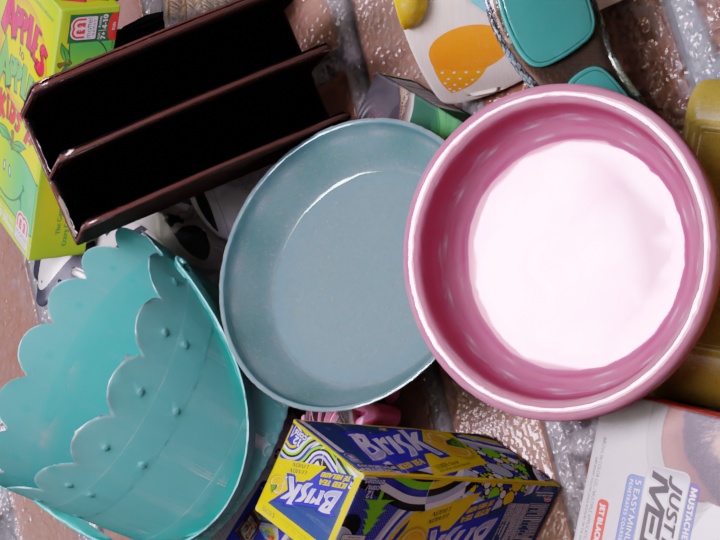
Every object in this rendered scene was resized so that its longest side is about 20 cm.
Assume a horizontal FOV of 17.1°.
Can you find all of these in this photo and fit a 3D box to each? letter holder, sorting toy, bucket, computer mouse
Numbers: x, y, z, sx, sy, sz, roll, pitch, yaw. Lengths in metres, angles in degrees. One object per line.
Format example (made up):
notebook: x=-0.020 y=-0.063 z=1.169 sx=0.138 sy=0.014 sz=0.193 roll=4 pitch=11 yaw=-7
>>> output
letter holder: x=-0.112 y=-0.108 z=1.589 sx=0.101 sy=0.199 sz=0.142 roll=66 pitch=167 yaw=1
sorting toy: x=0.110 y=-0.234 z=1.562 sx=0.179 sy=0.107 sz=0.202 roll=-12 pitch=75 yaw=19
bucket: x=-0.148 y=0.089 z=1.646 sx=0.207 sy=0.134 sz=0.208 roll=-44 pitch=29 yaw=33
computer mouse: x=-0.107 y=-0.113 z=1.720 sx=0.201 sy=0.109 sz=0.044 roll=62 pitch=164 yaw=22

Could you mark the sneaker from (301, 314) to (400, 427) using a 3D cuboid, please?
sneaker: x=-0.019 y=0.114 z=1.600 sx=0.095 sy=0.079 sz=0.202 roll=-16 pitch=71 yaw=19

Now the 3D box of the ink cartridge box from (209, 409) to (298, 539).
ink cartridge box: x=-0.091 y=0.193 z=1.690 sx=0.095 sy=0.037 sz=0.201 roll=45 pitch=109 yaw=34

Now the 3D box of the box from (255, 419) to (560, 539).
box: x=0.031 y=0.140 z=1.485 sx=0.070 sy=0.199 sz=0.065 roll=34 pitch=105 yaw=38

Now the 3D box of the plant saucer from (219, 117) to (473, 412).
plant saucer: x=0.000 y=0.000 z=1.561 sx=0.199 sy=0.036 sz=0.202 roll=-12 pitch=65 yaw=27

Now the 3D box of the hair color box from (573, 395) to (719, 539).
hair color box: x=0.226 y=0.144 z=1.409 sx=0.199 sy=0.064 sz=0.112 roll=12 pitch=90 yaw=40

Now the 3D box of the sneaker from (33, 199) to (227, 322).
sneaker: x=-0.177 y=-0.002 z=1.766 sx=0.198 sy=0.079 sz=0.131 roll=27 pitch=104 yaw=38

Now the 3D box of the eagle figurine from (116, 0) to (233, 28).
eagle figurine: x=-0.156 y=-0.251 z=1.734 sx=0.200 sy=0.151 sz=0.152 roll=-158 pitch=57 yaw=-65

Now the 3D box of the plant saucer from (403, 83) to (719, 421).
plant saucer: x=0.125 y=-0.010 z=1.441 sx=0.199 sy=0.051 sz=0.202 roll=-2 pitch=85 yaw=24

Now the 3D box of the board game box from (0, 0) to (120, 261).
board game box: x=-0.224 y=-0.120 z=1.705 sx=0.102 sy=0.047 sz=0.201 roll=49 pitch=137 yaw=45

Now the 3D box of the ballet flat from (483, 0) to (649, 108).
ballet flat: x=0.126 y=-0.127 z=1.503 sx=0.074 sy=0.074 sz=0.201 roll=-28 pitch=87 yaw=34

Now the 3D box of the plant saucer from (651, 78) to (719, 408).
plant saucer: x=0.253 y=-0.012 z=1.420 sx=0.199 sy=0.048 sz=0.202 roll=10 pitch=90 yaw=42

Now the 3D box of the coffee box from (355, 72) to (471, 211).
coffee box: x=0.062 y=-0.038 z=1.588 sx=0.200 sy=0.044 sz=0.124 roll=35 pitch=105 yaw=38
